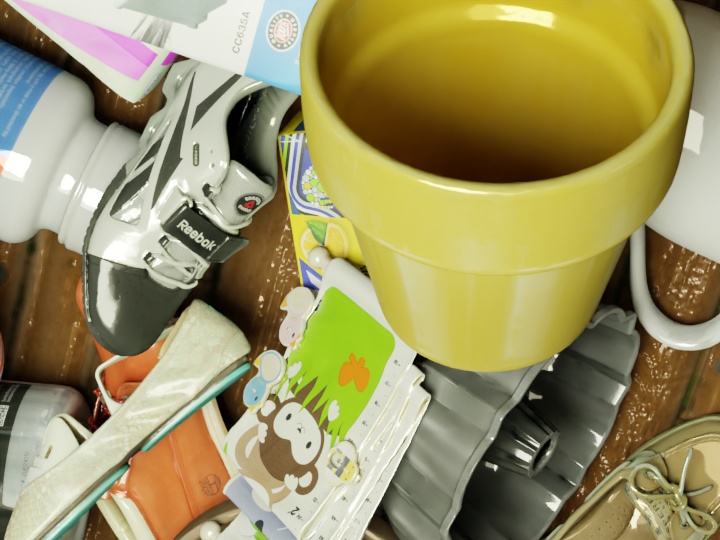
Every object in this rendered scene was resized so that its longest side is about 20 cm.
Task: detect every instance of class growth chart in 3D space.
[{"bbox_3d":[-0.026,0.096,1.158,0.144,0.018,0.201,25,93,42],"label":"growth chart"}]

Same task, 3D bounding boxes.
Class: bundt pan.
[{"bbox_3d":[0.082,0.092,1.198,0.075,0.201,0.203,31,113,24],"label":"bundt pan"}]

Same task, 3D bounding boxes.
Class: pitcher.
[{"bbox_3d":[0.199,-0.047,1.171,0.171,0.122,0.200,-32,114,29],"label":"pitcher"}]

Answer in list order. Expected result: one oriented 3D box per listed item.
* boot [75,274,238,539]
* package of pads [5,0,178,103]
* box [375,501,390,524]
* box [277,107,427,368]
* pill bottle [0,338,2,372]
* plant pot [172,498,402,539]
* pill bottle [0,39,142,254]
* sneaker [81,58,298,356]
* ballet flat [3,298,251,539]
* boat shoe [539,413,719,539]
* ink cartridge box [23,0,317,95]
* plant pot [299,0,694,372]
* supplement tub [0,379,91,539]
[{"bbox_3d":[-0.144,0.091,1.260,0.107,0.075,0.201,-31,104,-21],"label":"boot"},{"bbox_3d":[-0.162,-0.223,1.177,0.200,0.068,0.155,38,110,-7],"label":"package of pads"},{"bbox_3d":[-0.010,0.198,1.321,0.118,0.042,0.202,19,109,1],"label":"box"},{"bbox_3d":[0.000,0.000,1.232,0.064,0.070,0.202,-5,108,14],"label":"box"},{"bbox_3d":[-0.285,0.010,1.163,0.111,0.113,0.201,1,147,8],"label":"pill bottle"},{"bbox_3d":[-0.037,0.222,1.264,0.199,0.093,0.203,2,109,7],"label":"plant pot"},{"bbox_3d":[-0.231,-0.085,1.212,0.199,0.112,0.113,25,111,-1],"label":"pill bottle"},{"bbox_3d":[-0.097,-0.039,1.159,0.074,0.088,0.202,23,88,-45],"label":"sneaker"},{"bbox_3d":[-0.154,0.096,1.206,0.200,0.067,0.062,-42,88,-10],"label":"ballet flat"},{"bbox_3d":[0.169,0.168,1.256,0.200,0.063,0.073,-42,84,6],"label":"boat shoe"},{"bbox_3d":[-0.089,-0.199,1.094,0.198,0.086,0.148,18,112,0],"label":"ink cartridge box"},{"bbox_3d":[0.070,-0.051,1.060,0.199,0.202,0.190,6,140,6],"label":"plant pot"},{"bbox_3d":[-0.281,0.128,1.290,0.198,0.123,0.124,5,110,6],"label":"supplement tub"}]
